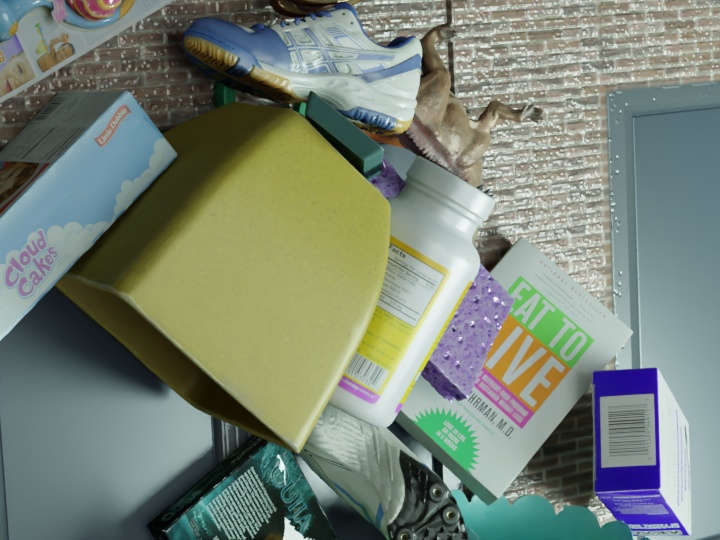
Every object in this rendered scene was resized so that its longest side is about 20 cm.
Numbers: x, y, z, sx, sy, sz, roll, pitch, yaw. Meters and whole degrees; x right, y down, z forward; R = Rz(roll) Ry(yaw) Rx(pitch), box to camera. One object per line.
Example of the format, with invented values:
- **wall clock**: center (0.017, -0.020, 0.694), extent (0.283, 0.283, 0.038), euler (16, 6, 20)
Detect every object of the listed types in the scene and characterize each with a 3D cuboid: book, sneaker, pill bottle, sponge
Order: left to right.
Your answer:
- **sneaker**: center (-0.044, -0.174, 1.694), extent (0.199, 0.075, 0.089), euler (17, 86, -25)
- **sneaker**: center (0.015, 0.173, 1.765), extent (0.072, 0.072, 0.200), euler (-42, 89, -11)
- **pill bottle**: center (0.026, 0.015, 1.688), extent (0.104, 0.104, 0.201), euler (29, 92, -34)
- **sponge**: center (0.041, 0.004, 1.790), extent (0.200, 0.030, 0.112), euler (46, 54, -22)
- **book**: center (0.125, 0.085, 1.870), extent (0.133, 0.048, 0.200), euler (42, 68, 0)

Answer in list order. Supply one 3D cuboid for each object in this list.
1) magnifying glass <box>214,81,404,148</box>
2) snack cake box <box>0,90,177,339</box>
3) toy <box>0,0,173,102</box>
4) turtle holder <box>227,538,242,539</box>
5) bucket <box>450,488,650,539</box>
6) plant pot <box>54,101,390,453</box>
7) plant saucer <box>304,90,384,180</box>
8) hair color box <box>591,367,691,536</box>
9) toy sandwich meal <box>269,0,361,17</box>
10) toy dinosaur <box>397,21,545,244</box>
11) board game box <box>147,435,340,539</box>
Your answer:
- **magnifying glass**: center (-0.034, -0.131, 1.773), extent (0.199, 0.022, 0.080), euler (11, 88, -34)
- **snack cake box**: center (-0.241, -0.042, 1.570), extent (0.200, 0.115, 0.067), euler (-48, 118, -21)
- **toy**: center (-0.211, -0.221, 1.616), extent (0.199, 0.047, 0.116), euler (-34, 115, -28)
- **turtle holder**: center (-0.051, 0.287, 1.692), extent (0.185, 0.141, 0.132), euler (35, 76, -34)
- **bucket**: center (0.147, 0.281, 1.837), extent (0.206, 0.207, 0.136), euler (5, 102, -36)
- **plant pot**: center (-0.092, -0.014, 1.614), extent (0.195, 0.194, 0.200), euler (44, 76, -26)
- **plant saucer**: center (-0.015, -0.099, 1.658), extent (0.070, 0.200, 0.019), euler (39, 89, 1)
- **hair color box**: center (0.250, 0.164, 1.904), extent (0.200, 0.064, 0.110), euler (46, 42, -65)
- **toy sandwich meal**: center (-0.046, -0.303, 1.712), extent (0.204, 0.070, 0.207), euler (-4, 97, -36)
- **toy dinosaur**: center (0.060, -0.114, 1.773), extent (0.200, 0.086, 0.136), euler (45, 54, -14)
- **board game box**: center (-0.076, 0.249, 1.774), extent (0.135, 0.028, 0.201), euler (-39, 115, -27)
